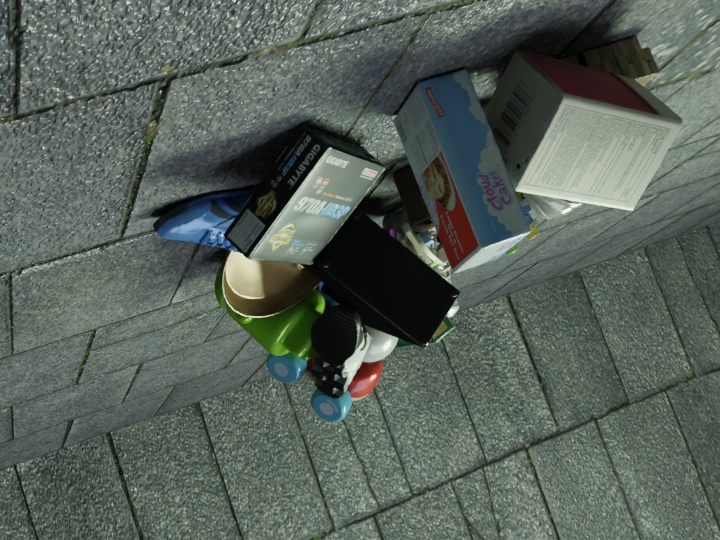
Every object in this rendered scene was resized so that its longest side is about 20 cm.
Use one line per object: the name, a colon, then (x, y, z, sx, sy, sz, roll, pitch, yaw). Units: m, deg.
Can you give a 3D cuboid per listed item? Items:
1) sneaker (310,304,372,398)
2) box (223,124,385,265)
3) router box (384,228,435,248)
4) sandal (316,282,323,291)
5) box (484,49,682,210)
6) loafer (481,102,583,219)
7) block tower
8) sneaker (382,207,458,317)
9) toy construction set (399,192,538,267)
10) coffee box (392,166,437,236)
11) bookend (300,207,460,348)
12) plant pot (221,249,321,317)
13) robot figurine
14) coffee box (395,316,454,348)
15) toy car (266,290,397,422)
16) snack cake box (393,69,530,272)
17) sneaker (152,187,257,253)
sneaker: (-0.023, 0.095, 1.766, 0.089, 0.074, 0.201, -51, 166, -33)
box: (-0.062, -0.084, 1.458, 0.160, 0.046, 0.200, -52, 163, 10)
router box: (-0.004, -0.029, 1.894, 0.198, 0.052, 0.149, -5, 176, 30)
sandal: (-0.097, 0.004, 2.003, 0.198, 0.080, 0.087, -17, 167, -33)
box: (0.251, -0.162, 1.436, 0.198, 0.109, 0.129, 6, 123, -35)
loafer: (0.220, -0.146, 1.593, 0.069, 0.071, 0.200, -16, 134, 39)
block tower: (0.264, -0.232, 1.516, 0.198, 0.055, 0.058, -17, 170, -18)
sneaker: (0.111, -0.025, 1.948, 0.099, 0.202, 0.078, -37, 161, 29)
toy construction set: (0.150, -0.047, 1.703, 0.197, 0.093, 0.131, -16, -168, 11)
coffee box: (0.130, -0.113, 1.814, 0.112, 0.081, 0.200, -23, 171, 13)
bookend: (0.000, 0.000, 1.681, 0.093, 0.198, 0.199, -56, -156, -9)
plant pot: (-0.110, -0.024, 1.686, 0.198, 0.027, 0.202, -27, 140, -25)
robot figurine: (-0.133, 0.044, 1.824, 0.116, 0.200, 0.175, -50, 164, 3)
coffee box: (0.068, 0.058, 1.919, 0.044, 0.124, 0.200, -35, -177, -16)
toy car: (-0.014, 0.093, 1.908, 0.200, 0.176, 0.185, -48, -177, 42)
snack cake box: (0.114, -0.111, 1.410, 0.066, 0.202, 0.115, -18, 171, -18)
sneaker: (-0.159, -0.054, 1.529, 0.198, 0.079, 0.066, -12, 170, -36)
